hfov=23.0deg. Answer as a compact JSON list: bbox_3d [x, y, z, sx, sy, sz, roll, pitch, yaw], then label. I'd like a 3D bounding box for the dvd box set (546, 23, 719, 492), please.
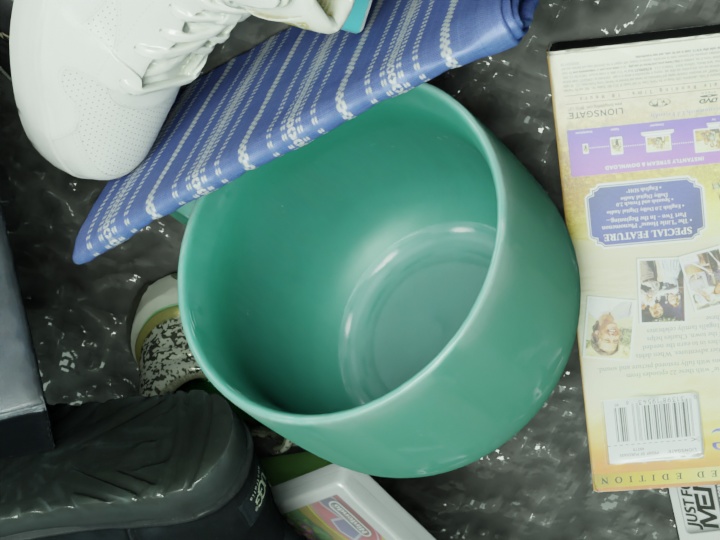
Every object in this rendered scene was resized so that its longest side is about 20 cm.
[{"bbox_3d":[0.162,-0.006,0.761,0.146,0.029,0.201,-6,105,10],"label":"dvd box set"}]

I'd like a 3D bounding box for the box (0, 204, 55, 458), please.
[{"bbox_3d":[-0.210,-0.017,0.665,0.148,0.201,0.107,-13,169,-11],"label":"box"}]

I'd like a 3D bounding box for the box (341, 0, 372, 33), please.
[{"bbox_3d":[0.006,-0.195,0.647,0.049,0.082,0.200,15,125,-5],"label":"box"}]

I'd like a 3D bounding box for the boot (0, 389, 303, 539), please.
[{"bbox_3d":[-0.108,0.130,0.768,0.199,0.077,0.168,-6,134,21],"label":"boot"}]

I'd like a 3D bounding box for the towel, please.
[{"bbox_3d":[-0.014,-0.075,0.697,0.200,0.145,0.024,-26,111,23],"label":"towel"}]

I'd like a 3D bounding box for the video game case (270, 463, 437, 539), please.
[{"bbox_3d":[-0.029,0.166,0.852,0.200,0.018,0.143,-26,119,41],"label":"video game case"}]

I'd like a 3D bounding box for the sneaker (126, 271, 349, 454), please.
[{"bbox_3d":[-0.017,0.061,0.829,0.199,0.089,0.077,6,126,0],"label":"sneaker"}]

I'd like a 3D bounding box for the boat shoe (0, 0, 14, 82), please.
[{"bbox_3d":[-0.120,-0.125,0.693,0.074,0.060,0.200,-25,143,-18],"label":"boat shoe"}]

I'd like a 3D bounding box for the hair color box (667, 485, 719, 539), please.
[{"bbox_3d":[0.243,0.076,0.836,0.199,0.061,0.102,-10,123,11],"label":"hair color box"}]

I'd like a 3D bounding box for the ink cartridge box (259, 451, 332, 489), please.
[{"bbox_3d":[-0.036,0.145,0.894,0.104,0.059,0.200,-12,126,34],"label":"ink cartridge box"}]

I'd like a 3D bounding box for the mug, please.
[{"bbox_3d":[0.010,-0.002,0.755,0.152,0.185,0.114,-34,144,13],"label":"mug"}]

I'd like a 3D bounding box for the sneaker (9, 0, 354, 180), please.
[{"bbox_3d":[-0.059,-0.097,0.634,0.115,0.074,0.200,37,129,28],"label":"sneaker"}]
